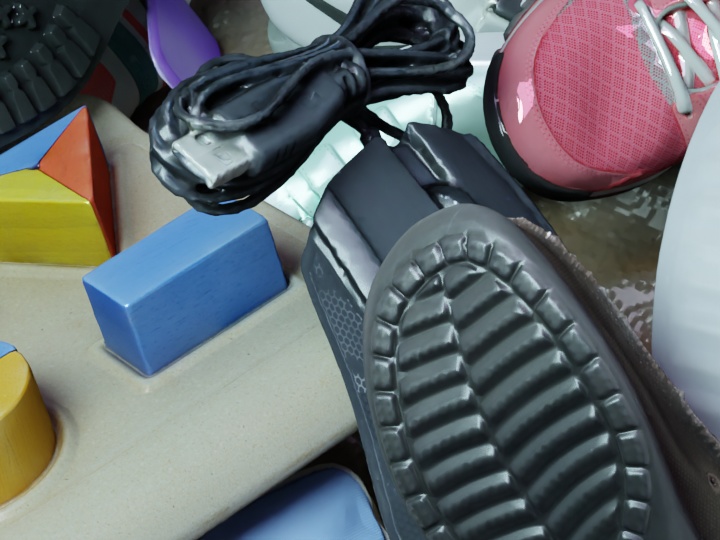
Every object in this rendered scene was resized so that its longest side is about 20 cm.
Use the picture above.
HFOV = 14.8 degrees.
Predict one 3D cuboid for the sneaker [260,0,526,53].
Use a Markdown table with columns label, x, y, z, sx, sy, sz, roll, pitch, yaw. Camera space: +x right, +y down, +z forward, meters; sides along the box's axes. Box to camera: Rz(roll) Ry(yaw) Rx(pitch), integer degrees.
| label | x | y | z | sx | sy | sz | roll | pitch | yaw |
| --- | --- | --- | --- | --- | --- | --- | --- | --- | --- |
| sneaker | 0.051 | -0.097 | 0.960 | 0.198 | 0.089 | 0.075 | 7 | 62 | 17 |

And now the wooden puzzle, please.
| label | x | y | z | sx | sy | sz | roll | pitch | yaw |
| --- | --- | --- | --- | --- | --- | --- | --- | --- | --- |
| wooden puzzle | -0.103 | 0.017 | 0.847 | 0.185 | 0.047 | 0.200 | -32 | 41 | -23 |

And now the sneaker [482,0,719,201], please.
| label | x | y | z | sx | sy | sz | roll | pitch | yaw |
| --- | --- | --- | --- | --- | --- | --- | --- | --- | --- |
| sneaker | 0.127 | -0.084 | 0.886 | 0.199 | 0.087 | 0.074 | -23 | 89 | -28 |

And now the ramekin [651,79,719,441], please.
| label | x | y | z | sx | sy | sz | roll | pitch | yaw |
| --- | --- | --- | --- | --- | --- | --- | --- | --- | --- |
| ramekin | 0.162 | 0.007 | 0.813 | 0.094 | 0.203 | 0.203 | 10 | 64 | 32 |

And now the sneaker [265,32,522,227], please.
| label | x | y | z | sx | sy | sz | roll | pitch | yaw |
| --- | --- | --- | --- | --- | --- | --- | --- | --- | --- |
| sneaker | 0.000 | 0.000 | 0.923 | 0.199 | 0.074 | 0.119 | -20 | 51 | 15 |

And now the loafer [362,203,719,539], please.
| label | x | y | z | sx | sy | sz | roll | pitch | yaw |
| --- | --- | --- | --- | --- | --- | --- | --- | --- | --- |
| loafer | 0.070 | 0.069 | 0.743 | 0.073 | 0.071 | 0.201 | -28 | 97 | 27 |

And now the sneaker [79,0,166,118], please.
| label | x | y | z | sx | sy | sz | roll | pitch | yaw |
| --- | --- | --- | --- | --- | --- | --- | --- | --- | --- |
| sneaker | -0.168 | -0.092 | 1.022 | 0.199 | 0.071 | 0.094 | 27 | 66 | 23 |

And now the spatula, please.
| label | x | y | z | sx | sy | sz | roll | pitch | yaw |
| --- | --- | --- | --- | --- | --- | --- | --- | --- | --- |
| spatula | -0.053 | -0.131 | 1.027 | 0.020 | 0.057 | 0.201 | -14 | 47 | 27 |

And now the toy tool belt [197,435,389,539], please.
| label | x | y | z | sx | sy | sz | roll | pitch | yaw |
| --- | --- | --- | --- | --- | --- | --- | --- | --- | --- |
| toy tool belt | -0.010 | 0.130 | 0.840 | 0.199 | 0.125 | 0.123 | -27 | 76 | -20 |

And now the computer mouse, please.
| label | x | y | z | sx | sy | sz | roll | pitch | yaw |
| --- | --- | --- | --- | --- | --- | --- | --- | --- | --- |
| computer mouse | 0.030 | 0.017 | 0.788 | 0.053 | 0.201 | 0.138 | -18 | 9 | 42 |

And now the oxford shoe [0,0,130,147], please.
| label | x | y | z | sx | sy | sz | roll | pitch | yaw |
| --- | --- | --- | --- | --- | --- | --- | --- | --- | --- |
| oxford shoe | -0.127 | -0.091 | 0.936 | 0.084 | 0.073 | 0.200 | -7 | 30 | 45 |
